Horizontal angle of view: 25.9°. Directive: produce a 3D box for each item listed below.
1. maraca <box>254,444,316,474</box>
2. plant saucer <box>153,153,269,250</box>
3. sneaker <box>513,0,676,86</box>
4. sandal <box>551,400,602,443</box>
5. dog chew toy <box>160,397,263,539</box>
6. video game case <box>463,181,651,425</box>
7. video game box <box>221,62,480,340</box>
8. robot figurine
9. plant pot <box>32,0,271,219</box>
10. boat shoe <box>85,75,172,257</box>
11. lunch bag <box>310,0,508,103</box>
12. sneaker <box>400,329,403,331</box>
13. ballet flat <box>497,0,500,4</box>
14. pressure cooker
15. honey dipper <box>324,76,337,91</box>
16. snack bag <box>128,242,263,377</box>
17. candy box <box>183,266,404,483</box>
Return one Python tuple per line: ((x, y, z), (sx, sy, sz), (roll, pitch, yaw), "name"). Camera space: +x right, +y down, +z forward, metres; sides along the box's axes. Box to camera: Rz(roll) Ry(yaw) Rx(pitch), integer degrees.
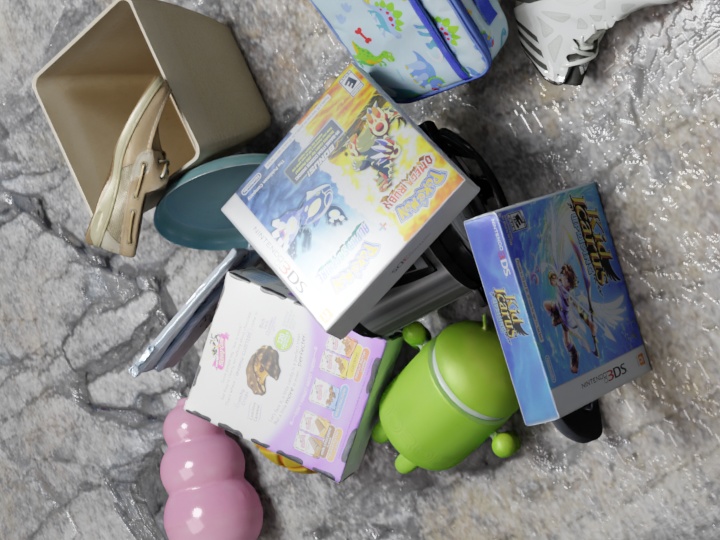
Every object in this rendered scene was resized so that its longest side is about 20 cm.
((-0.090, 0.160, 1.815), (0.199, 0.107, 0.137), (38, 132, -5), "maraca")
((-0.136, -0.080, 1.762), (0.200, 0.199, 0.028), (-34, 57, 40), "plant saucer")
((0.231, -0.236, 1.496), (0.199, 0.075, 0.116), (10, 116, 46), "sneaker")
((0.210, 0.078, 1.579), (0.043, 0.076, 0.202), (-10, 95, 42), "sandal")
((-0.193, 0.257, 1.944), (0.124, 0.124, 0.202), (-19, 81, 41), "dog chew toy")
((0.194, 0.027, 1.510), (0.045, 0.181, 0.202), (-17, 91, 40), "video game case")
((-0.013, -0.068, 1.512), (0.200, 0.047, 0.182), (-48, 65, 9), "video game box")
((0.098, 0.134, 1.662), (0.176, 0.115, 0.200), (51, 128, 12), "robot figurine")
((-0.225, -0.189, 1.809), (0.199, 0.176, 0.201), (-32, 82, 39), "plant pot")
((-0.236, -0.111, 1.688), (0.064, 0.071, 0.201), (21, 109, -6), "boat shoe")
((0.042, -0.266, 1.515), (0.160, 0.083, 0.201), (-10, 126, 40), "lunch bag")
((0.000, 0.000, 1.750), (0.095, 0.079, 0.202), (-13, 101, 30), "sneaker")
((0.098, -0.258, 1.598), (0.199, 0.067, 0.071), (-28, 90, 46), "ballet flat")
((0.054, -0.046, 1.603), (0.199, 0.176, 0.180), (-27, 47, 21), "pressure cooker")
((-0.008, -0.183, 1.660), (0.200, 0.038, 0.038), (-126, 36, -70), "honey dipper")
((-0.180, 0.045, 1.782), (0.021, 0.200, 0.189), (41, 91, 3), "snack bag")
((-0.073, 0.110, 1.712), (0.199, 0.071, 0.169), (23, 103, 16), "candy box")
